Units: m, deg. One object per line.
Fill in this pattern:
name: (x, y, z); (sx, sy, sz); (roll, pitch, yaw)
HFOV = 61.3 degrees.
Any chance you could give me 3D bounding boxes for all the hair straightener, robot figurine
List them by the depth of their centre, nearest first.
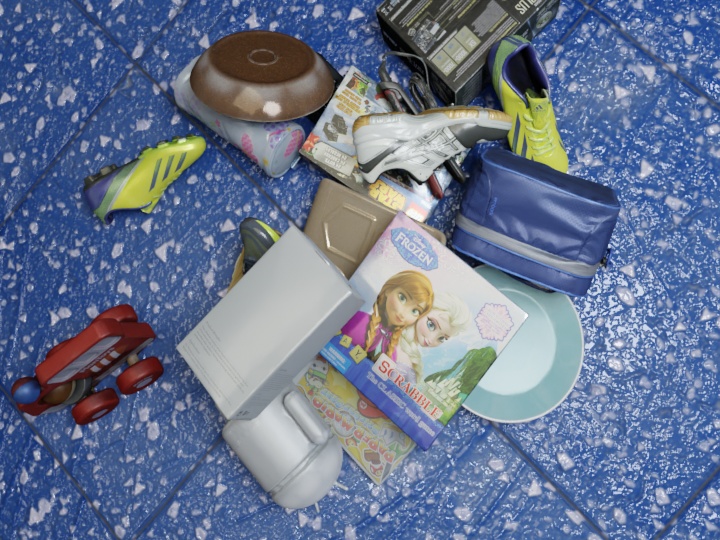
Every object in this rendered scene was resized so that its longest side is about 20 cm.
robot figurine: (-0.100, 0.219, 0.785); (0.201, 0.112, 0.170); (48, 136, 6)
hair straightener: (0.086, -0.200, 0.794); (0.076, 0.041, 0.204); (-28, 85, -1)

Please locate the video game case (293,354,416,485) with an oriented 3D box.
video game case: (0.008, 0.147, 0.796); (0.200, 0.023, 0.183); (43, 111, 13)

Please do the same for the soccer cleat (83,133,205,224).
soccer cleat: (-0.310, -0.135, 0.899); (0.196, 0.065, 0.085); (-24, 105, 4)

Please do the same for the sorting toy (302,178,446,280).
sorting toy: (0.000, 0.000, 0.816); (0.196, 0.036, 0.190); (26, 104, 18)

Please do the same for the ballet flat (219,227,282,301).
ballet flat: (-0.164, 0.035, 0.859); (0.062, 0.068, 0.205); (20, 84, 40)

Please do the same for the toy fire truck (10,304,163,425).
toy fire truck: (-0.378, 0.131, 0.824); (0.197, 0.168, 0.114); (-34, 78, 5)

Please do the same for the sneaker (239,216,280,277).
sneaker: (-0.131, 0.032, 0.789); (0.073, 0.080, 0.206); (14, 119, 43)

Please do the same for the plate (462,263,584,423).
plate: (0.187, 0.091, 0.783); (0.193, 0.026, 0.207); (-1, 78, 5)

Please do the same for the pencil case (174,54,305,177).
pencil case: (-0.172, -0.217, 0.864); (0.198, 0.091, 0.084); (37, 74, 13)

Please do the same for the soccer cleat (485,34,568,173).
soccer cleat: (0.216, -0.194, 0.763); (0.064, 0.084, 0.203); (-31, 112, -3)

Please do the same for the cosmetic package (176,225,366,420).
cosmetic package: (-0.101, 0.062, 0.707); (0.200, 0.081, 0.113); (-43, 72, 1)

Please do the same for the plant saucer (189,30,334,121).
plant saucer: (-0.130, -0.271, 0.814); (0.194, 0.037, 0.204); (4, 48, -4)

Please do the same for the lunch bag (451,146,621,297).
lunch bag: (0.216, -0.052, 0.744); (0.196, 0.136, 0.136); (23, 114, 13)

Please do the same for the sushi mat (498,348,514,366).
sushi mat: (0.105, 0.075, 0.819); (0.200, 0.012, 0.096); (45, 93, 12)

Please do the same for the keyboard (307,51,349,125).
keyboard: (-0.021, -0.238, 0.866); (0.104, 0.040, 0.200); (-43, 79, 4)

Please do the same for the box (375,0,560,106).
box: (0.146, -0.349, 0.823); (0.200, 0.086, 0.164); (-44, 78, 3)

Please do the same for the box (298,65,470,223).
box: (0.033, -0.160, 0.828); (0.197, 0.040, 0.139); (34, 89, 0)

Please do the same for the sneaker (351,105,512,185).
sneaker: (0.088, -0.152, 0.745); (0.193, 0.076, 0.090); (-5, 107, 1)

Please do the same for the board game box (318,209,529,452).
board game box: (0.065, 0.070, 0.733); (0.199, 0.041, 0.202); (38, 95, 13)
